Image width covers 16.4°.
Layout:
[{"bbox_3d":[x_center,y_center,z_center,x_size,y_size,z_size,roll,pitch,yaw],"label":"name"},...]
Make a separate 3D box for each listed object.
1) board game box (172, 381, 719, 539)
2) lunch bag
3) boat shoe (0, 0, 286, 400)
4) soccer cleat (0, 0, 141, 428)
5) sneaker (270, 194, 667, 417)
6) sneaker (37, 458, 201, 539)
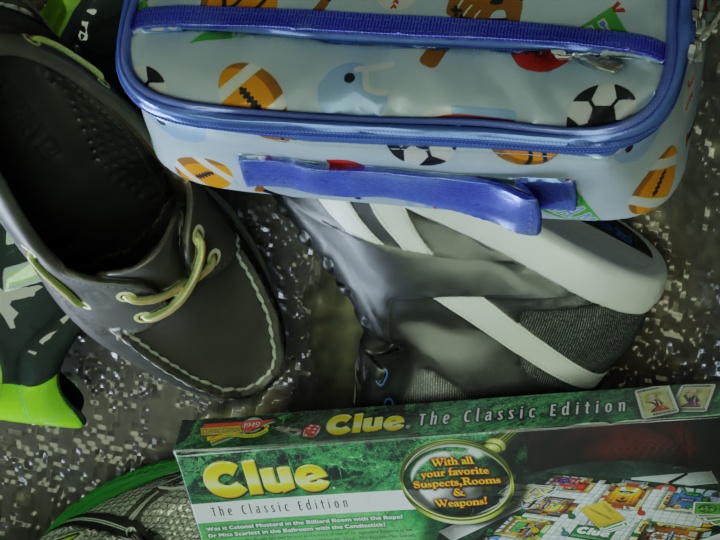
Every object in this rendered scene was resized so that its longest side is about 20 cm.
[{"bbox_3d":[0.040,0.093,0.907,0.200,0.023,0.105,-4,127,12],"label":"board game box"},{"bbox_3d":[0.024,-0.092,0.833,0.200,0.076,0.160,4,62,12],"label":"lunch bag"},{"bbox_3d":[-0.088,-0.016,0.884,0.072,0.061,0.201,-41,123,-1],"label":"boat shoe"},{"bbox_3d":[-0.107,-0.034,0.939,0.081,0.068,0.200,16,106,-16],"label":"soccer cleat"},{"bbox_3d":[0.000,0.000,0.910,0.200,0.073,0.112,29,111,5],"label":"sneaker"},{"bbox_3d":[-0.116,0.140,0.956,0.200,0.085,0.078,-32,91,-4],"label":"sneaker"}]
